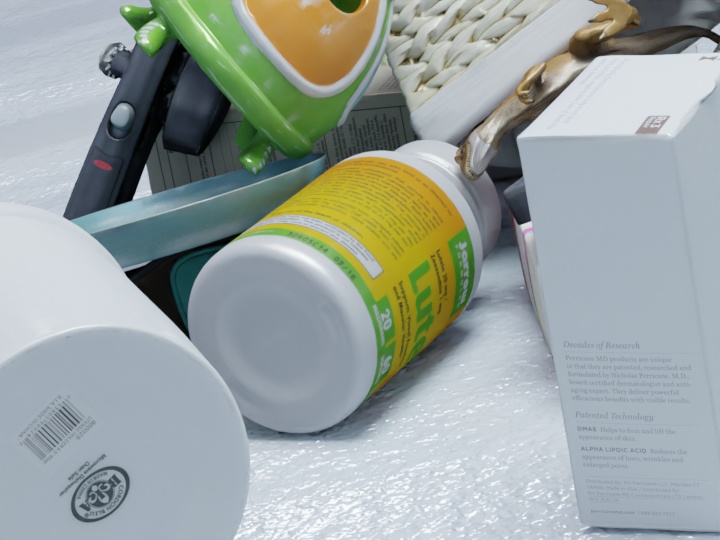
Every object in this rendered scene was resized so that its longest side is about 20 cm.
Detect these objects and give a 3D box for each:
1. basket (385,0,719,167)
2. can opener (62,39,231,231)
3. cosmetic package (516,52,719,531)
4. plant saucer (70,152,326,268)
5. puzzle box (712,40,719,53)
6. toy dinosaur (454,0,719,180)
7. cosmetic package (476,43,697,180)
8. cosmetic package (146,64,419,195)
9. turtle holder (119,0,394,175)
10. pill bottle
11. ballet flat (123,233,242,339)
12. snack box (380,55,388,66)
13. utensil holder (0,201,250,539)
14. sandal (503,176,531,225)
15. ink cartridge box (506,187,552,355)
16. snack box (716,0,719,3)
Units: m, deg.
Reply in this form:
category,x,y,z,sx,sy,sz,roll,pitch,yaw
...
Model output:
category,x,y,z,sx,sy,sz,roll,pitch,yaw
basket,0.113,-0.167,1.685,0.200,0.124,0.135,-38,-19,25
can opener,-0.148,-0.066,1.747,0.078,0.200,0.063,29,2,21
cosmetic package,0.141,0.009,1.318,0.081,0.201,0.113,-2,21,27
plant saucer,-0.112,-0.028,1.637,0.200,0.028,0.200,-17,6,2
puzzle box,0.255,-0.088,1.634,0.025,0.133,0.200,-34,9,28
toy dinosaur,0.137,-0.118,1.594,0.200,0.061,0.106,-26,-4,-15
cosmetic package,0.128,-0.102,1.873,0.199,0.051,0.083,-9,18,7
cosmetic package,-0.031,-0.069,1.794,0.199,0.104,0.073,-3,20,21
turtle holder,-0.046,-0.141,1.653,0.132,0.141,0.186,-42,-10,3
pill bottle,0.000,0.000,1.564,0.111,0.111,0.200,0,22,30
ballet flat,-0.116,0.018,1.653,0.199,0.073,0.073,-19,20,-14
snack box,0.103,-0.160,1.865,0.199,0.068,0.169,-5,13,19
utensil holder,-0.158,0.073,1.376,0.170,0.170,0.200,-18,23,-18
sandal,0.137,-0.056,1.543,0.076,0.043,0.200,-26,5,36
ink cartridge box,0.150,-0.001,1.545,0.116,0.068,0.200,-12,17,1
snack box,0.205,-0.183,1.596,0.024,0.200,0.072,-27,46,33
